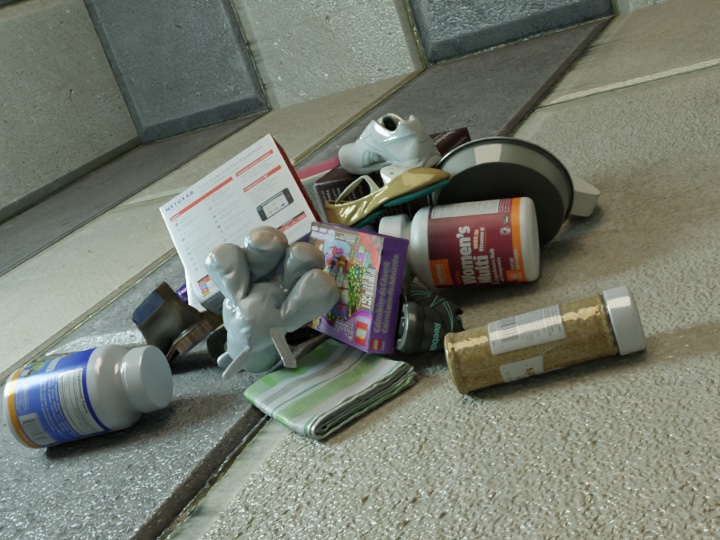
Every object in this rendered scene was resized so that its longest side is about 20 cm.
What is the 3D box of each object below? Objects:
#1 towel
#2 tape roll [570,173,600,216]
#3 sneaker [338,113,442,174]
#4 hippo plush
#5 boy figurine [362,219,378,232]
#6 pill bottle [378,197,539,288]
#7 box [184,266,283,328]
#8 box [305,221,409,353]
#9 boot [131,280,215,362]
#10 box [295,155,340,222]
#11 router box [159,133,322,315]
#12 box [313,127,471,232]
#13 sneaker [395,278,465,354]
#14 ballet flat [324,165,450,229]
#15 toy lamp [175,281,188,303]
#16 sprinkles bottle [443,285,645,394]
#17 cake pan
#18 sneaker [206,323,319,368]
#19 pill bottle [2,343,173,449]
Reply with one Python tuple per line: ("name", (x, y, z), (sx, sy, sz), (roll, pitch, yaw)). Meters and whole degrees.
("towel", (-0.043, 0.132, 1.131), (0.148, 0.031, 0.200), (-28, 19, -24))
("tape roll", (0.250, -0.135, 1.394), (0.201, 0.037, 0.203), (19, 17, -6))
("sneaker", (0.034, -0.181, 1.347), (0.070, 0.081, 0.200), (-36, 24, -30))
("hippo plush", (-0.108, 0.061, 1.209), (0.158, 0.201, 0.161), (-9, -27, -10))
("boy figurine", (0.000, 0.000, 1.332), (0.123, 0.065, 0.201), (7, 40, -10))
("pill bottle", (0.130, -0.033, 1.252), (0.198, 0.110, 0.110), (-5, 21, 15))
("box", (-0.148, 0.005, 1.403), (0.198, 0.113, 0.101), (-20, -26, 14))
("box", (-0.014, 0.016, 1.199), (0.039, 0.138, 0.200), (5, 5, -29))
("boot", (-0.281, 0.078, 1.362), (0.075, 0.097, 0.200), (-43, 8, -37))
("box", (-0.067, -0.124, 1.736), (0.198, 0.129, 0.109), (-18, 17, 2))
("router box", (-0.165, -0.067, 1.351), (0.199, 0.049, 0.180), (-32, 62, 7))
("box", (0.069, -0.102, 1.467), (0.199, 0.165, 0.166), (-6, 22, 35))
("sneaker", (0.081, 0.063, 1.168), (0.078, 0.076, 0.200), (8, 13, -3))
("ballet flat", (0.027, -0.105, 1.278), (0.199, 0.063, 0.068), (-26, -5, 32))
("toy lamp", (-0.221, 0.009, 1.637), (0.199, 0.059, 0.058), (-27, 19, -23))
("sprinkles bottle", (0.189, 0.073, 0.992), (0.198, 0.069, 0.068), (-16, 18, 13))
("cake pan", (0.187, -0.090, 1.290), (0.199, 0.201, 0.037), (-12, 42, 23))
("sneaker", (-0.125, 0.069, 1.344), (0.199, 0.078, 0.089), (-22, 9, -13))
("pill bottle", (-0.350, 0.159, 1.245), (0.198, 0.113, 0.112), (-15, 18, 14))
